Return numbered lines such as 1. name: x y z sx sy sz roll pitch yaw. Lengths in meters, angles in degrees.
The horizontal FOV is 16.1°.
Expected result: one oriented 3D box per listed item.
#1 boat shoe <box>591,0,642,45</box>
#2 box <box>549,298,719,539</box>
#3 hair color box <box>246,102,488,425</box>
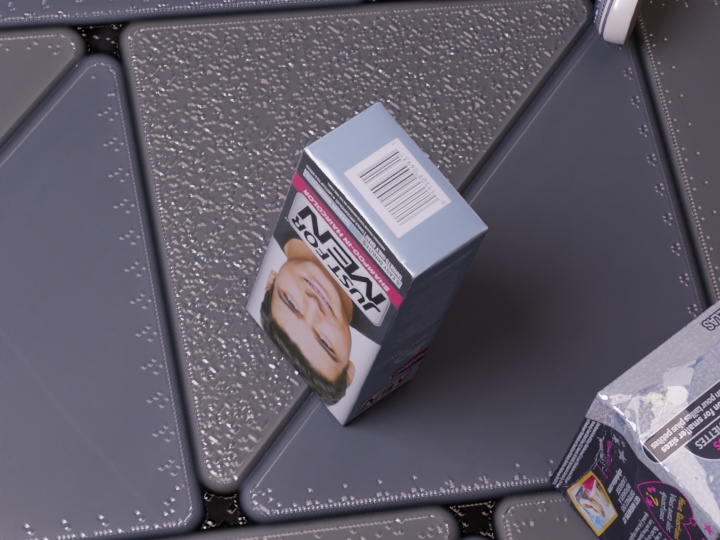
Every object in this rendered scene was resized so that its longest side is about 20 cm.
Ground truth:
1. boat shoe: 0.160 -0.241 1.732 0.092 0.075 0.201 15 53 3
2. box: 0.233 0.088 1.536 0.200 0.132 0.115 -35 73 -25
3. hair color box: 0.000 0.000 1.492 0.060 0.200 0.099 -33 74 -25
